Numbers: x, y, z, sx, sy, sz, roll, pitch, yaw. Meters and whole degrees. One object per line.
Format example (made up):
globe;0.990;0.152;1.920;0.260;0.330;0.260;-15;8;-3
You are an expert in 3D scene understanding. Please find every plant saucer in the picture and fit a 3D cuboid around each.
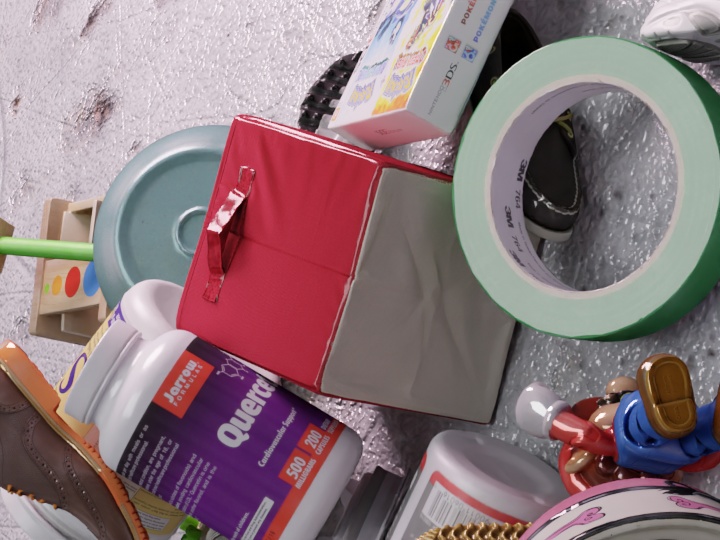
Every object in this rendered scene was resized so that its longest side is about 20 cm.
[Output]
plant saucer;-0.130;-0.028;1.837;0.199;0.036;0.201;-2;78;10

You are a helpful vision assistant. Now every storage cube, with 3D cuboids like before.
storage cube;0.000;0.000;1.622;0.179;0.200;0.172;21;95;49

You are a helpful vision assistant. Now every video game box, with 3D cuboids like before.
video game box;0.056;-0.182;1.648;0.183;0.047;0.200;-67;15;-8

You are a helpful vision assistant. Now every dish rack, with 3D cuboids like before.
dish rack;-0.026;0.232;1.613;0.172;0.043;0.200;-65;-3;18

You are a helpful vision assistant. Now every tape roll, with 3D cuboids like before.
tape roll;0.158;-0.054;1.482;0.200;0.048;0.201;-4;82;33

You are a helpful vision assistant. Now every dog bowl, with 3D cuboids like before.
dog bowl;0.166;0.212;1.329;0.201;0.199;0.074;-61;18;21

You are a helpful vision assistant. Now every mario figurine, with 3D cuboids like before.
mario figurine;0.179;0.087;1.402;0.106;0.123;0.200;-47;0;-24

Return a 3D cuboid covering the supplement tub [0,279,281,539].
supplement tub;-0.172;0.124;1.718;0.200;0.145;0.146;-51;41;14

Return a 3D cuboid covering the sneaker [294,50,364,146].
sneaker;-0.024;-0.081;1.787;0.091;0.066;0.201;86;-159;-63

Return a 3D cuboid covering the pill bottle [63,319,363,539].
pill bottle;-0.105;0.118;1.574;0.113;0.200;0.112;-60;-1;-2

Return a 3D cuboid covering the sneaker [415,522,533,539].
sneaker;0.129;0.214;1.431;0.075;0.199;0.090;-73;-17;-50

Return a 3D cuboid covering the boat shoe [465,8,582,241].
boat shoe;0.118;-0.108;1.596;0.061;0.071;0.202;-55;38;34

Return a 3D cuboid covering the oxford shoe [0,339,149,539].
oxford shoe;-0.223;0.149;1.612;0.200;0.073;0.071;51;166;10

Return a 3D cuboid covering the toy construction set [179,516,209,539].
toy construction set;-0.090;0.170;1.791;0.131;0.092;0.201;137;147;-74

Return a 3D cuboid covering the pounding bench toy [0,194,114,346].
pounding bench toy;-0.223;-0.006;1.928;0.156;0.199;0.125;-9;72;54

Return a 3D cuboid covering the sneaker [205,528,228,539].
sneaker;-0.091;0.284;1.705;0.077;0.082;0.201;3;106;14

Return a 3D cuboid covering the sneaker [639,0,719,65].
sneaker;0.259;-0.190;1.425;0.200;0.078;0.100;4;79;54

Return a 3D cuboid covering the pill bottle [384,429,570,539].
pill bottle;0.062;0.222;1.529;0.114;0.114;0.201;44;115;51
